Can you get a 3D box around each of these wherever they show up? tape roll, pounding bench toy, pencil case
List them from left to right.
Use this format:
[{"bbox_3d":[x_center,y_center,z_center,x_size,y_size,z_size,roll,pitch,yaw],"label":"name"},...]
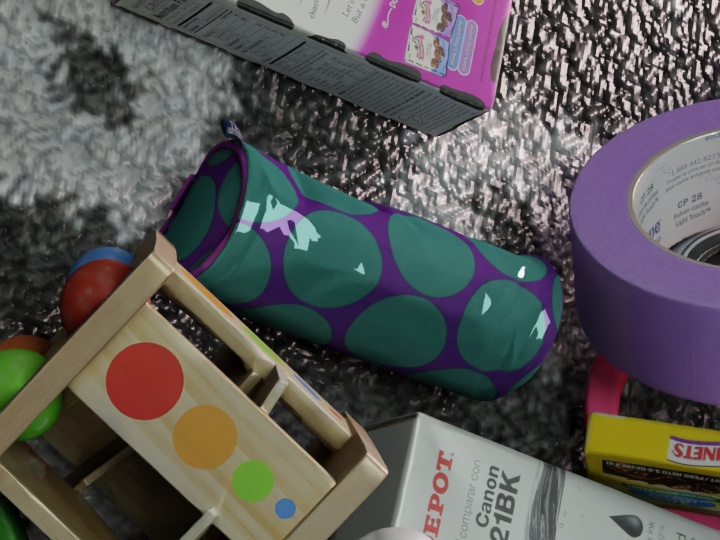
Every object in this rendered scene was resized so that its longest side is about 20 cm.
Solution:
[{"bbox_3d":[-0.116,0.099,1.050,0.156,0.124,0.200,43,91,-7],"label":"pounding bench toy"},{"bbox_3d":[0.000,0.000,1.177,0.200,0.085,0.092,21,24,-25],"label":"pencil case"},{"bbox_3d":[0.211,-0.014,1.240,0.200,0.200,0.066,-35,134,-33],"label":"tape roll"}]

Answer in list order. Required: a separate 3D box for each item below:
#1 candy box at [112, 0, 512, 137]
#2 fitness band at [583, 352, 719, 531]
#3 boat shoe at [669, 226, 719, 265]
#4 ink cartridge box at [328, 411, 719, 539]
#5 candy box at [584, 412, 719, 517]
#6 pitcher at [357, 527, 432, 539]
[{"bbox_3d":[-0.017,-0.169,1.229,0.200,0.061,0.137,22,67,-25],"label":"candy box"},{"bbox_3d":[0.219,0.075,1.257,0.200,0.037,0.144,-4,71,4],"label":"fitness band"},{"bbox_3d":[0.264,0.005,1.343,0.200,0.066,0.070,6,73,-30],"label":"boat shoe"},{"bbox_3d":[0.074,0.173,1.173,0.200,0.084,0.145,22,67,-23],"label":"ink cartridge box"},{"bbox_3d":[0.212,0.108,1.174,0.200,0.102,0.026,8,75,10],"label":"candy box"},{"bbox_3d":[-0.035,0.211,0.999,0.200,0.121,0.172,-25,120,-22],"label":"pitcher"}]
